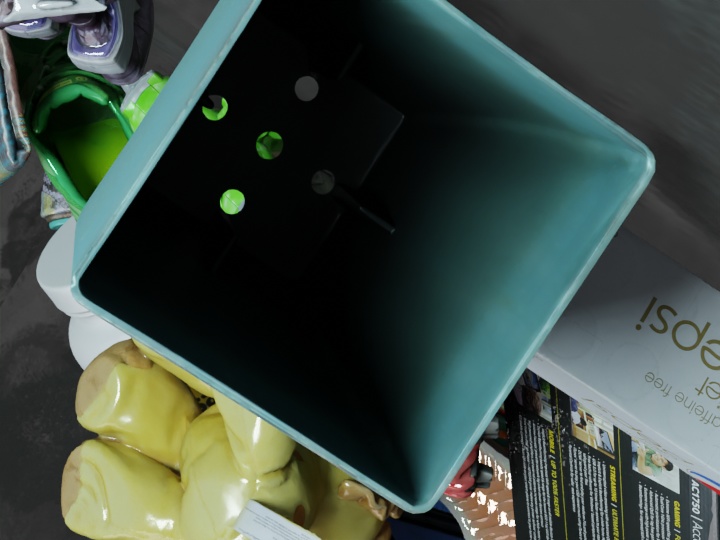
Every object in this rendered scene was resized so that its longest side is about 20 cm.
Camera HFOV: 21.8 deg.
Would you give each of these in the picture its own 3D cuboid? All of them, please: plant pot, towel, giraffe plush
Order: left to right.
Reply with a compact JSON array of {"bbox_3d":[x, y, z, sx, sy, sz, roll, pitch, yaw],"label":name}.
[{"bbox_3d":[-0.212,-0.123,1.051,0.021,0.148,0.200,-12,-177,-16],"label":"towel"},{"bbox_3d":[-0.046,0.108,1.055,0.200,0.173,0.162,43,-163,31],"label":"giraffe plush"},{"bbox_3d":[-0.017,-0.032,0.681,0.141,0.142,0.200,33,-178,-16],"label":"plant pot"}]

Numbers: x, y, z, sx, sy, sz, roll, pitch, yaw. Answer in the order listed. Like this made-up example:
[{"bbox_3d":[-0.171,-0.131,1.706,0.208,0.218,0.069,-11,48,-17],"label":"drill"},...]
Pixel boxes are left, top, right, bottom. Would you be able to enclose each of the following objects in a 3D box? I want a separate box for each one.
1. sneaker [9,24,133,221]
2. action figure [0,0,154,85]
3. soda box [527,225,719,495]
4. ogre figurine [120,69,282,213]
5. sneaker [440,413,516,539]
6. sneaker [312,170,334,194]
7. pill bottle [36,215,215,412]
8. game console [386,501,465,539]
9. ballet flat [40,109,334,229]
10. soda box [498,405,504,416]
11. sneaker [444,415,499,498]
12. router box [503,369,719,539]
[{"bbox_3d":[-0.156,-0.095,1.055,0.201,0.074,0.084,59,173,26],"label":"sneaker"},{"bbox_3d":[-0.149,-0.127,0.804,0.129,0.070,0.200,11,-178,7],"label":"action figure"},{"bbox_3d":[0.156,0.055,0.821,0.199,0.068,0.064,33,174,-10],"label":"soda box"},{"bbox_3d":[-0.057,-0.041,0.988,0.120,0.098,0.201,37,-156,-54],"label":"ogre figurine"},{"bbox_3d":[0.089,0.135,1.153,0.200,0.072,0.080,48,-158,22],"label":"sneaker"},{"bbox_3d":[0.000,0.000,1.056,0.199,0.087,0.078,16,165,35],"label":"sneaker"},{"bbox_3d":[-0.107,0.049,1.148,0.112,0.112,0.200,24,156,55],"label":"pill bottle"},{"bbox_3d":[0.078,0.145,1.220,0.198,0.117,0.176,19,-167,-23],"label":"game console"},{"bbox_3d":[-0.104,-0.065,1.163,0.198,0.073,0.072,-3,169,7],"label":"ballet flat"},{"bbox_3d":[0.120,0.072,1.196,0.199,0.068,0.064,35,174,-34],"label":"soda box"},{"bbox_3d":[0.022,0.059,0.918,0.097,0.072,0.201,5,157,3],"label":"sneaker"},{"bbox_3d":[0.143,0.114,0.968,0.149,0.051,0.202,28,138,42],"label":"router box"}]
